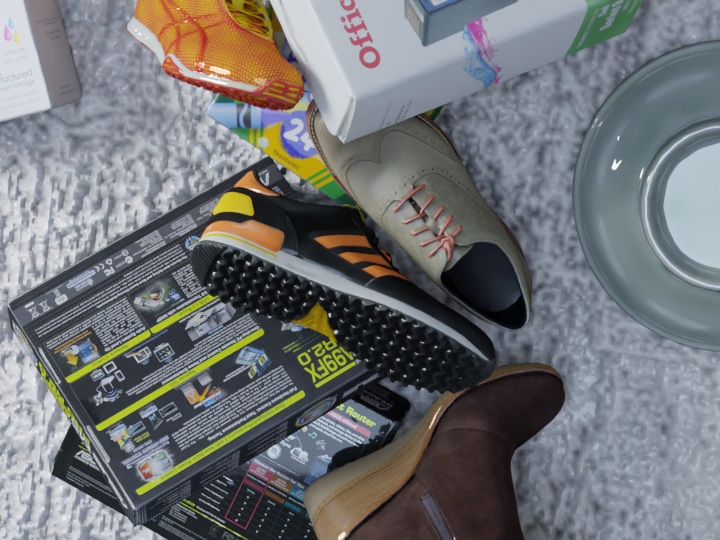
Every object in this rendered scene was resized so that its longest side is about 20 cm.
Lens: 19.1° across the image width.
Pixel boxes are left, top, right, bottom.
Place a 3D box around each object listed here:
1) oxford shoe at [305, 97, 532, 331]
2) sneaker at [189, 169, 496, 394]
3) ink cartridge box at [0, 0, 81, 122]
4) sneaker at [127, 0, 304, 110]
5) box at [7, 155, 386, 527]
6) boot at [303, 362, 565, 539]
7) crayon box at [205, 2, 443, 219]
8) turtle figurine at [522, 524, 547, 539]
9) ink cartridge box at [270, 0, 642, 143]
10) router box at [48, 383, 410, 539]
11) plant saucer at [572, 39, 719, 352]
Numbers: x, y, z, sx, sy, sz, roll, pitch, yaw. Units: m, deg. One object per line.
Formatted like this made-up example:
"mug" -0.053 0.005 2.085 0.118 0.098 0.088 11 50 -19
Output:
"oxford shoe" 0.045 -0.040 1.331 0.070 0.075 0.200 -43 116 9
"sneaker" 0.000 0.000 1.326 0.199 0.090 0.070 23 144 -1
"ink cartridge box" -0.269 -0.193 1.411 0.117 0.067 0.201 -13 97 13
"sneaker" -0.090 -0.153 1.326 0.073 0.200 0.077 17 105 -36
"box" -0.099 0.043 1.361 0.200 0.044 0.160 -31 75 -15
"boot" 0.080 0.157 1.334 0.200 0.073 0.166 -29 51 -16
"crayon box" 0.006 -0.151 1.369 0.126 0.052 0.200 33 105 4
"turtle figurine" 0.054 0.263 1.401 0.193 0.144 0.201 -23 102 -1
"ink cartridge box" 0.050 -0.184 1.280 0.199 0.088 0.146 -22 78 -10
"router box" -0.088 0.110 1.430 0.199 0.062 0.150 28 104 6
"plant saucer" 0.230 -0.043 1.342 0.199 0.050 0.201 2 100 12
